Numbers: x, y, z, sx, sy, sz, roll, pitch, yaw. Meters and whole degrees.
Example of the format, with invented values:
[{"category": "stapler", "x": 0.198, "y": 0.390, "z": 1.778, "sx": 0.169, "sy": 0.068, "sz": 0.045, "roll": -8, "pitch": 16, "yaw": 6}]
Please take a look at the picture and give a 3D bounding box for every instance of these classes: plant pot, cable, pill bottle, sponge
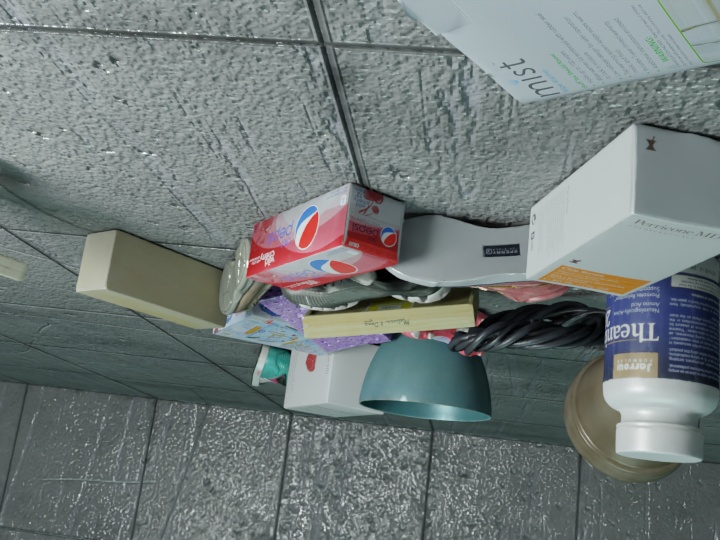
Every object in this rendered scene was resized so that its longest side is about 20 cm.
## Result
[{"category": "plant pot", "x": 0.103, "y": 0.145, "z": 1.308, "sx": 0.198, "sy": 0.136, "sz": 0.200, "roll": 7, "pitch": 165, "yaw": 2}, {"category": "plant pot", "x": 0.413, "y": 0.183, "z": 1.252, "sx": 0.198, "sy": 0.202, "sz": 0.174, "roll": 7, "pitch": 149, "yaw": 0}, {"category": "cable", "x": 0.204, "y": 0.066, "z": 1.020, "sx": 0.198, "sy": 0.051, "sz": 0.163, "roll": -4, "pitch": 179, "yaw": 17}, {"category": "pill bottle", "x": 0.300, "y": 0.085, "z": 0.869, "sx": 0.110, "sy": 0.202, "sz": 0.111, "roll": 6, "pitch": 165, "yaw": 2}, {"category": "sponge", "x": -0.044, "y": 0.061, "z": 1.205, "sx": 0.110, "sy": 0.030, "sz": 0.200, "roll": -10, "pitch": 150, "yaw": 24}]

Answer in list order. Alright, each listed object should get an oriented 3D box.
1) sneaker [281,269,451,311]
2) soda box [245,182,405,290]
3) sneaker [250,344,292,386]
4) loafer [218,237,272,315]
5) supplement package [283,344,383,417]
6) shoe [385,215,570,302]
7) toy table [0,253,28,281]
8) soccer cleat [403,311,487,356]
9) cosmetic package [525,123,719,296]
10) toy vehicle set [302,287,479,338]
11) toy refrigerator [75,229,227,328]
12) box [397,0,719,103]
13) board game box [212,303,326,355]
[{"category": "sneaker", "x": 0.000, "y": 0.000, "z": 0.966, "sx": 0.198, "sy": 0.067, "sz": 0.091, "roll": -3, "pitch": 158, "yaw": 13}, {"category": "soda box", "x": -0.041, "y": -0.028, "z": 0.884, "sx": 0.069, "sy": 0.064, "sz": 0.199, "roll": 16, "pitch": 162, "yaw": -31}, {"category": "sneaker", "x": -0.155, "y": 0.205, "z": 1.764, "sx": 0.120, "sy": 0.084, "sz": 0.200, "roll": 18, "pitch": 163, "yaw": -3}, {"category": "loafer", "x": -0.133, "y": 0.013, "z": 1.078, "sx": 0.062, "sy": 0.073, "sz": 0.200, "roll": 4, "pitch": 163, "yaw": -17}, {"category": "supplement package", "x": -0.045, "y": 0.201, "z": 1.607, "sx": 0.119, "sy": 0.123, "sz": 0.200, "roll": 15, "pitch": 163, "yaw": -25}, {"category": "shoe", "x": 0.120, "y": -0.005, "z": 0.873, "sx": 0.198, "sy": 0.072, "sz": 0.091, "roll": 0, "pitch": 158, "yaw": 9}, {"category": "toy table", "x": -0.443, "y": -0.035, "z": 0.865, "sx": 0.116, "sy": 0.186, "sz": 0.199, "roll": 16, "pitch": -175, "yaw": 35}, {"category": "soccer cleat", "x": 0.113, "y": 0.071, "z": 1.202, "sx": 0.199, "sy": 0.067, "sz": 0.076, "roll": 15, "pitch": -165, "yaw": -45}, {"category": "cosmetic package", "x": 0.218, "y": -0.040, "z": 0.703, "sx": 0.100, "sy": 0.072, "sz": 0.200, "roll": 10, "pitch": 164, "yaw": -8}, {"category": "toy vehicle set", "x": 0.040, "y": 0.046, "z": 1.031, "sx": 0.198, "sy": 0.027, "sz": 0.124, "roll": -5, "pitch": -170, "yaw": 12}, {"category": "toy refrigerator", "x": -0.264, "y": 0.016, "z": 1.128, "sx": 0.069, "sy": 0.077, "sz": 0.199, "roll": -5, "pitch": 161, "yaw": 38}, {"category": "box", "x": 0.090, "y": -0.153, "z": 0.304, "sx": 0.175, "sy": 0.098, "sz": 0.199, "roll": -5, "pitch": 161, "yaw": 39}, {"category": "board game box", "x": -0.111, "y": 0.088, "z": 1.380, "sx": 0.198, "sy": 0.042, "sz": 0.200, "roll": 14, "pitch": 163, "yaw": -24}]
